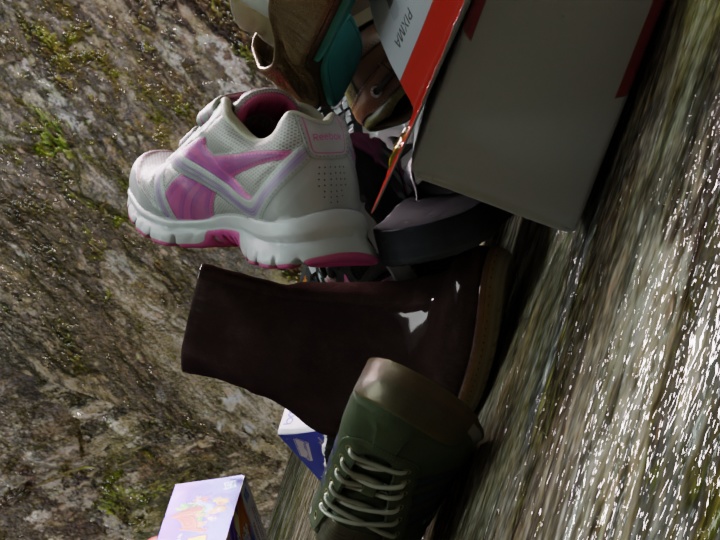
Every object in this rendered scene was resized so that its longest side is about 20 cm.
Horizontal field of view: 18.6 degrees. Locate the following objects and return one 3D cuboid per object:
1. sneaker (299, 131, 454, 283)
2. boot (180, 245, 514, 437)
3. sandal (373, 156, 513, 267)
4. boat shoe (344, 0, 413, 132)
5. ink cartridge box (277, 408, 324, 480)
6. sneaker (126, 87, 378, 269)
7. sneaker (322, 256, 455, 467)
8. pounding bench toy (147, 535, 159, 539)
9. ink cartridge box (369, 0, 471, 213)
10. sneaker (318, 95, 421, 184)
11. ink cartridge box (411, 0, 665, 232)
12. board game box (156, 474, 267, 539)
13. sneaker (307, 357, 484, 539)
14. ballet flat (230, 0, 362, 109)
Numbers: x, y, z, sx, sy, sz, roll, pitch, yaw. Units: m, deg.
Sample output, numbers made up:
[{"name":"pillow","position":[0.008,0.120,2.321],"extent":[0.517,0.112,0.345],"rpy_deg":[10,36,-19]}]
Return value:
[{"name":"sneaker","position":[0.000,0.000,1.277],"extent":[0.200,0.086,0.081],"rpy_deg":[58,-162,-53]},{"name":"boot","position":[-0.012,0.031,1.205],"extent":[0.200,0.166,0.073],"rpy_deg":[112,176,-55]},{"name":"sandal","position":[0.053,-0.046,1.185],"extent":[0.200,0.076,0.043],"rpy_deg":[-52,-52,-76]},{"name":"boat shoe","position":[0.074,-0.142,1.198],"extent":[0.199,0.068,0.072],"rpy_deg":[-30,-21,26]},{"name":"ink cartridge box","position":[0.006,0.056,1.549],"extent":[0.094,0.044,0.201],"rpy_deg":[52,-137,-39]},{"name":"sneaker","position":[-0.057,-0.055,1.177],"extent":[0.200,0.081,0.089],"rpy_deg":[12,101,52]},{"name":"sneaker","position":[0.026,0.048,1.426],"extent":[0.079,0.074,0.201],"rpy_deg":[-63,-7,-67]},{"name":"pounding bench toy","position":[-0.096,0.276,1.419],"extent":[0.124,0.155,0.201],"rpy_deg":[113,175,-64]},{"name":"ink cartridge box","position":[0.034,-0.149,0.986],"extent":[0.160,0.047,0.201],"rpy_deg":[114,177,-53]},{"name":"sneaker","position":[0.056,-0.099,1.287],"extent":[0.199,0.081,0.076],"rpy_deg":[-25,58,36]},{"name":"ink cartridge box","position":[0.086,-0.116,1.061],"extent":[0.200,0.082,0.147],"rpy_deg":[-80,11,-77]},{"name":"board game box","position":[-0.069,0.238,1.245],"extent":[0.135,0.045,0.201],"rpy_deg":[-75,-28,-59]},{"name":"sneaker","position":[0.013,0.111,1.119],"extent":[0.090,0.067,0.200],"rpy_deg":[-61,-7,-12]},{"name":"ballet flat","position":[-0.033,-0.137,1.113],"extent":[0.200,0.072,0.068],"rpy_deg":[102,-167,-79]}]
